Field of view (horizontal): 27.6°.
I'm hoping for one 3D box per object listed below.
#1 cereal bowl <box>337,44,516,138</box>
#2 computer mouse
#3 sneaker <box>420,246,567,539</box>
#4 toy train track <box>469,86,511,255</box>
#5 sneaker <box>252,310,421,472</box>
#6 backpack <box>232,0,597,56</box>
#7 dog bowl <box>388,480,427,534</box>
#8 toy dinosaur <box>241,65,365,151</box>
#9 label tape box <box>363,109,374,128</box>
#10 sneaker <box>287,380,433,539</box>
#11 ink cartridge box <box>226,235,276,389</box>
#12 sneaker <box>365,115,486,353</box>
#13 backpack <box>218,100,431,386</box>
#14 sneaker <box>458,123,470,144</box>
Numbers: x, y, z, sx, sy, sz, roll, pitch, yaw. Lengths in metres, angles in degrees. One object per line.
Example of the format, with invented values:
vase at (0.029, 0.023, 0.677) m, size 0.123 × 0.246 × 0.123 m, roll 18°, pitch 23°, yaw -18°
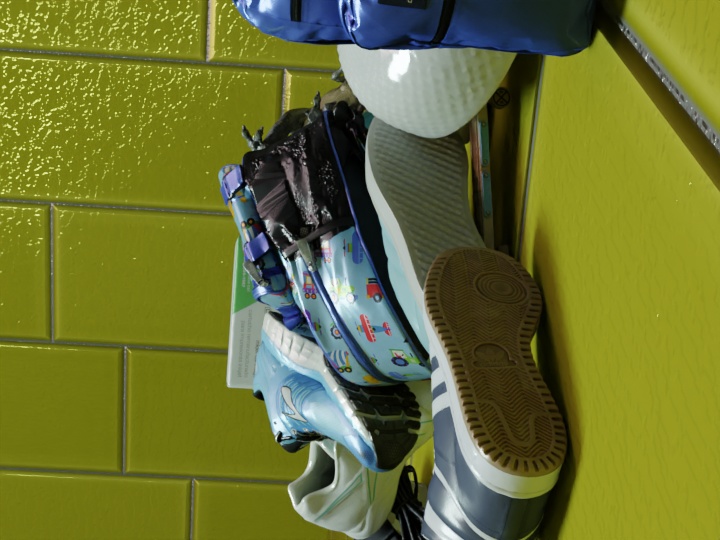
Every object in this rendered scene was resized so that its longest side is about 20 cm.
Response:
cereal bowl at (0.037, -0.193, 0.943) m, size 0.200 × 0.083 × 0.202 m, roll -44°, pitch 39°, yaw 51°
computer mouse at (0.004, 0.264, 1.235) m, size 0.139 × 0.052 × 0.202 m, roll 51°, pitch 128°, yaw 52°
sneaker at (0.067, 0.080, 0.831) m, size 0.201 × 0.069 × 0.109 m, roll -96°, pitch 11°, yaw -53°
toy train track at (0.090, -0.096, 0.979) m, size 0.115 × 0.032 × 0.203 m, roll 175°, pitch 93°, yaw -80°
sneaker at (-0.024, 0.109, 1.136) m, size 0.200 × 0.078 × 0.091 m, roll 38°, pitch 109°, yaw 54°
backpack at (0.024, -0.189, 0.716) m, size 0.168 × 0.197 × 0.164 m, roll -92°, pitch 7°, yaw -60°
dog bowl at (0.030, 0.289, 1.376) m, size 0.200 × 0.058 × 0.203 m, roll -177°, pitch 90°, yaw -86°
toy dinosaur at (-0.042, -0.110, 1.130) m, size 0.048 × 0.200 × 0.088 m, roll 51°, pitch -164°, yaw 8°
label tape box at (0.007, -0.102, 1.369) m, size 0.064 × 0.143 × 0.200 m, roll 56°, pitch 172°, yaw 5°
sneaker at (0.011, 0.125, 1.181) m, size 0.070 × 0.080 × 0.202 m, roll 40°, pitch 107°, yaw 54°
ink cartridge box at (-0.027, 0.046, 1.424) m, size 0.084 × 0.197 × 0.148 m, roll 148°, pitch 126°, yaw -82°
sneaker at (0.040, -0.023, 0.986) m, size 0.082 × 0.073 × 0.202 m, roll 103°, pitch 163°, yaw -50°
backpack at (0.000, 0.000, 1.090) m, size 0.182 × 0.134 × 0.202 m, roll 16°, pitch -129°, yaw -67°
sneaker at (0.060, -0.174, 1.160) m, size 0.079 × 0.076 × 0.201 m, roll 99°, pitch 172°, yaw -45°
